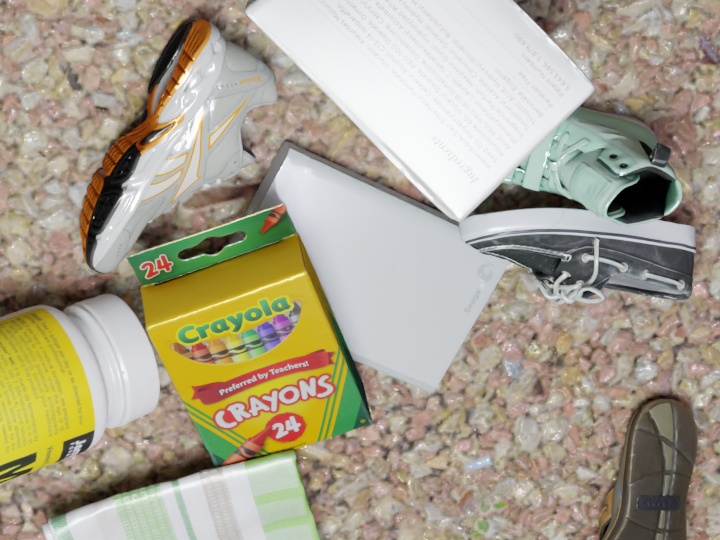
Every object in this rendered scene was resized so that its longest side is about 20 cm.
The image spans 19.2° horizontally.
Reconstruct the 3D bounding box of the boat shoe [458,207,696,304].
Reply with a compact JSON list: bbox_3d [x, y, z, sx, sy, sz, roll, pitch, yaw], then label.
[{"bbox_3d":[0.166,-0.007,1.617,0.199,0.074,0.068,6,81,-30],"label":"boat shoe"}]

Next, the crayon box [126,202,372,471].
[{"bbox_3d":[-0.081,0.054,1.573,0.127,0.051,0.200,-20,130,4],"label":"crayon box"}]

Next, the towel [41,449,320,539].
[{"bbox_3d":[-0.132,0.218,1.647,0.200,0.031,0.149,-16,133,-1],"label":"towel"}]

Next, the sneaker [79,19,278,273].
[{"bbox_3d":[-0.128,-0.075,1.532,0.092,0.076,0.200,25,106,-26],"label":"sneaker"}]

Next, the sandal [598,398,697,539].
[{"bbox_3d":[0.225,0.199,1.746,0.082,0.055,0.200,5,97,-22],"label":"sandal"}]

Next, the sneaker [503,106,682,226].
[{"bbox_3d":[0.142,-0.085,1.565,0.200,0.118,0.074,6,113,-14],"label":"sneaker"}]

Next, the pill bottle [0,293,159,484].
[{"bbox_3d":[-0.253,0.091,1.520,0.200,0.114,0.114,-20,118,-29],"label":"pill bottle"}]

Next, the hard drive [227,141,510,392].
[{"bbox_3d":[0.000,0.000,1.618,0.200,0.026,0.132,24,105,-21],"label":"hard drive"}]

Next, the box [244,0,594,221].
[{"bbox_3d":[0.038,-0.157,1.441,0.131,0.199,0.200,-45,98,7],"label":"box"}]
